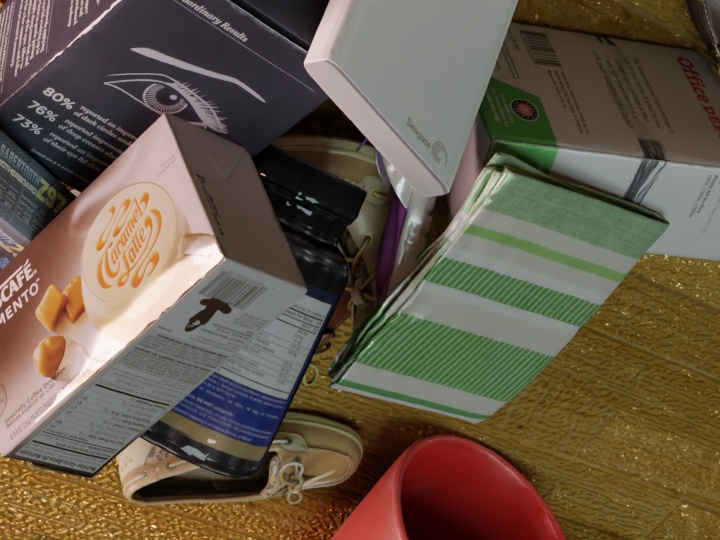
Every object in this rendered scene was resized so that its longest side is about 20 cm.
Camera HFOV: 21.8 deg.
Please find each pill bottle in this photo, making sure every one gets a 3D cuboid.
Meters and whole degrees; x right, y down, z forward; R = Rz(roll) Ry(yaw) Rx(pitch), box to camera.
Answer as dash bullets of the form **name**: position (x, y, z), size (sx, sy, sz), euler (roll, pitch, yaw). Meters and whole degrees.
- **pill bottle**: position (-0.075, 0.022, 1.205), size (0.111, 0.112, 0.202), euler (24, 92, -30)

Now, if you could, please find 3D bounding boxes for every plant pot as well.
- **plant pot**: position (0.050, 0.262, 1.521), size (0.199, 0.202, 0.177), euler (24, 130, -30)

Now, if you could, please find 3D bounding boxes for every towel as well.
- **towel**: position (0.086, 0.018, 1.217), size (0.152, 0.023, 0.200), euler (17, 124, -35)

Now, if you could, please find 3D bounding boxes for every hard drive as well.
- **hard drive**: position (0.042, -0.166, 1.144), size (0.027, 0.201, 0.132), euler (-3, 145, 40)

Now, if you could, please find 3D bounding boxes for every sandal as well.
- **sandal**: position (0.022, -0.073, 1.228), size (0.049, 0.082, 0.205), euler (7, 85, -12)

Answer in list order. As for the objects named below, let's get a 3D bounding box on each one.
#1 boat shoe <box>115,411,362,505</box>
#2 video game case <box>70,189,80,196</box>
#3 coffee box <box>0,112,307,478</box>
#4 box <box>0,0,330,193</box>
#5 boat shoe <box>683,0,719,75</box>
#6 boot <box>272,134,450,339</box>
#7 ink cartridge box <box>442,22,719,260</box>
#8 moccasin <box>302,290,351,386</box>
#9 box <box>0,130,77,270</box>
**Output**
- **boat shoe**: position (-0.092, 0.157, 1.468), size (0.198, 0.063, 0.074), euler (-1, 130, -13)
- **video game case**: position (-0.202, 0.006, 1.343), size (0.198, 0.018, 0.144), euler (-21, 132, 5)
- **coffee box**: position (-0.141, 0.019, 1.130), size (0.200, 0.115, 0.079), euler (-40, 145, 23)
- **box**: position (-0.120, -0.137, 1.151), size (0.147, 0.105, 0.199), euler (31, 131, -33)
- **boat shoe**: position (0.278, -0.153, 1.286), size (0.070, 0.071, 0.200), euler (-28, 129, 13)
- **boot**: position (0.000, 0.000, 1.294), size (0.199, 0.157, 0.073), euler (18, 164, -31)
- **ink cartridge box**: position (0.151, -0.089, 1.257), size (0.198, 0.147, 0.085), euler (6, 128, -18)
- **moccasin**: position (-0.069, 0.063, 1.375), size (0.201, 0.078, 0.074), euler (-34, 146, 16)
- **box**: position (-0.267, -0.047, 1.180), size (0.156, 0.051, 0.200), euler (4, 157, 29)
